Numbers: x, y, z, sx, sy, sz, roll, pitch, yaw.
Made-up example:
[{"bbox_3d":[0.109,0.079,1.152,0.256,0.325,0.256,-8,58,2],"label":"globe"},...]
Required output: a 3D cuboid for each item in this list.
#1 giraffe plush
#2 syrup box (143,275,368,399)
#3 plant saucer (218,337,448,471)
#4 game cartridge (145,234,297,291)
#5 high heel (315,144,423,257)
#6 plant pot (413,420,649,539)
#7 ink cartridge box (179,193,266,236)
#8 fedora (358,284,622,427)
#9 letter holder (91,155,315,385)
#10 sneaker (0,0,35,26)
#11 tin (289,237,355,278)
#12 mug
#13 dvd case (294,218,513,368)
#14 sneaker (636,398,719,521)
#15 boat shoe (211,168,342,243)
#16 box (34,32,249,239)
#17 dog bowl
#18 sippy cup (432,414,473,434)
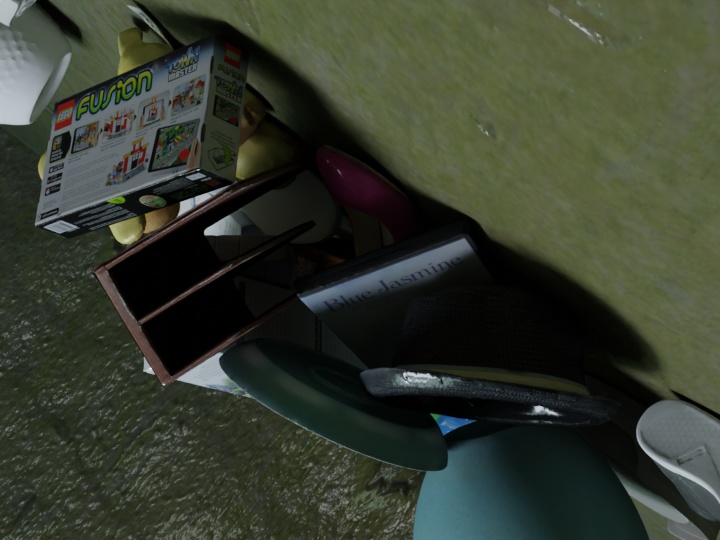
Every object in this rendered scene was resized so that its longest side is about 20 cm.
[{"bbox_3d":[-0.174,-0.099,1.337,0.200,0.162,0.172,41,172,-29],"label":"giraffe plush"},{"bbox_3d":[-0.084,0.063,1.384,0.199,0.082,0.079,17,150,-30],"label":"syrup box"},{"bbox_3d":[-0.016,0.100,1.251,0.200,0.028,0.200,24,-172,-3],"label":"plant saucer"},{"bbox_3d":[-0.120,0.022,1.428,0.129,0.039,0.200,-4,154,-2],"label":"game cartridge"},{"bbox_3d":[0.003,-0.018,1.267,0.067,0.096,0.200,31,171,38],"label":"high heel"},{"bbox_3d":[0.127,0.192,1.309,0.200,0.199,0.135,175,79,-79],"label":"plant pot"},{"bbox_3d":[-0.148,-0.050,1.572,0.200,0.067,0.117,44,134,42],"label":"ink cartridge box"},{"bbox_3d":[0.100,0.062,1.192,0.200,0.092,0.201,6,169,1],"label":"fedora"},{"bbox_3d":[-0.087,-0.009,1.212,0.101,0.142,0.200,58,-163,-1],"label":"letter holder"},{"bbox_3d":[-0.304,-0.276,1.243,0.146,0.081,0.200,47,174,-8],"label":"sneaker"},{"bbox_3d":[0.000,0.000,1.435,0.112,0.042,0.200,2,-171,-25],"label":"tin"},{"bbox_3d":[-0.386,-0.241,1.627,0.175,0.148,0.200,31,-157,-4],"label":"mug"},{"bbox_3d":[0.051,0.031,1.259,0.200,0.142,0.018,49,-155,-56],"label":"dvd case"},{"bbox_3d":[0.301,0.174,1.183,0.200,0.071,0.099,38,177,45],"label":"sneaker"},{"bbox_3d":[-0.090,-0.076,1.458,0.200,0.072,0.068,22,-173,30],"label":"boat shoe"},{"bbox_3d":[-0.167,-0.098,1.194,0.200,0.110,0.035,-14,152,42],"label":"box"},{"bbox_3d":[0.245,0.166,1.407,0.200,0.059,0.200,37,171,6],"label":"dog bowl"},{"bbox_3d":[0.106,0.123,1.568,0.130,0.140,0.178,29,-145,-21],"label":"sippy cup"}]
